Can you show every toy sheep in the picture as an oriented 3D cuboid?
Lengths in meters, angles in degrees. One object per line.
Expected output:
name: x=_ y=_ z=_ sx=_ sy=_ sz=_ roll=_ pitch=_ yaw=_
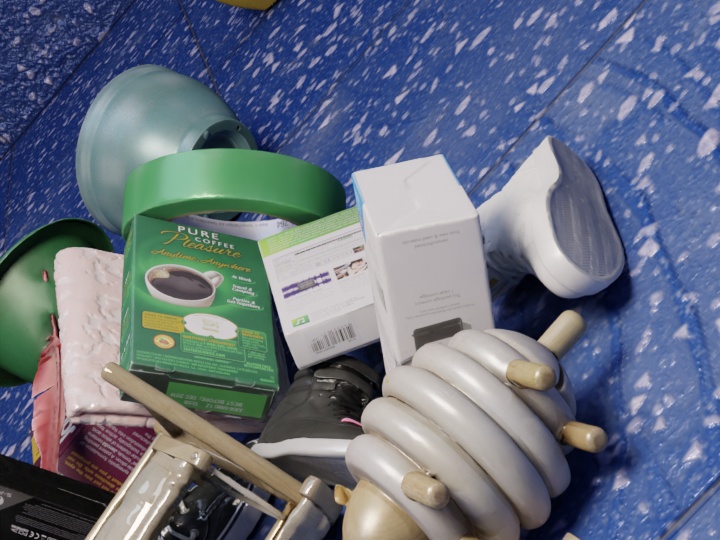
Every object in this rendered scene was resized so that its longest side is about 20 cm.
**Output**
toy sheep: x=0.066 y=0.099 z=0.865 sx=0.200 sy=0.138 sz=0.138 roll=-41 pitch=19 yaw=-15

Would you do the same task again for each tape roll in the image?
tape roll: x=-0.113 y=-0.048 z=1.340 sx=0.200 sy=0.200 sz=0.048 roll=-23 pitch=60 yaw=50

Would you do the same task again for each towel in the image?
towel: x=-0.157 y=0.056 z=1.252 sx=0.200 sy=0.191 sz=0.032 roll=-108 pitch=30 yaw=-50

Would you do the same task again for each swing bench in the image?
swing bench: x=-0.138 y=0.208 z=1.050 sx=0.200 sy=0.130 sz=0.199 roll=27 pitch=73 yaw=23

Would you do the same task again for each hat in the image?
hat: x=-0.235 y=0.080 z=1.314 sx=0.176 sy=0.166 sz=0.200 roll=33 pitch=98 yaw=30

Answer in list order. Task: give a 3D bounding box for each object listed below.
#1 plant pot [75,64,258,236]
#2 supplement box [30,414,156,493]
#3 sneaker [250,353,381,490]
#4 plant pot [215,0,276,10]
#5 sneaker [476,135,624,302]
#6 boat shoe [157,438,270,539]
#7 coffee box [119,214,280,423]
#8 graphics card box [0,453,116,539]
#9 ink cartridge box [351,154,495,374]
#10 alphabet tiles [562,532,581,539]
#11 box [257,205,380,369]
plant pot: x=-0.200 y=-0.122 z=1.675 sx=0.134 sy=0.200 sz=0.200 roll=16 pitch=67 yaw=37
supplement box: x=-0.204 y=0.122 z=1.382 sx=0.200 sy=0.103 sz=0.131 roll=-50 pitch=23 yaw=4
sneaker: x=-0.014 y=0.104 z=1.080 sx=0.200 sy=0.071 sz=0.099 roll=-12 pitch=49 yaw=64
plant pot: x=-0.163 y=-0.491 z=2.130 sx=0.195 sy=0.200 sz=0.194 roll=-34 pitch=28 yaw=35
sneaker: x=0.113 y=-0.008 z=1.021 sx=0.116 sy=0.074 sz=0.200 roll=-44 pitch=13 yaw=21
boat shoe: x=-0.143 y=0.207 z=1.175 sx=0.199 sy=0.068 sz=0.074 roll=-51 pitch=22 yaw=0
coffee box: x=-0.134 y=0.037 z=1.222 sx=0.200 sy=0.123 sz=0.044 roll=-102 pitch=28 yaw=-52
graphics card box: x=-0.277 y=0.255 z=1.208 sx=0.051 sy=0.125 sz=0.200 roll=-92 pitch=24 yaw=-67
ink cartridge box: x=0.048 y=0.039 z=0.982 sx=0.067 sy=0.200 sz=0.116 roll=-12 pitch=25 yaw=-4
alphabet tiles: x=0.078 y=0.235 z=0.785 sx=0.200 sy=0.006 sz=0.166 roll=-53 pitch=21 yaw=-6
box: x=0.000 y=0.000 z=1.181 sx=0.144 sy=0.036 sz=0.200 roll=-20 pitch=25 yaw=-1
